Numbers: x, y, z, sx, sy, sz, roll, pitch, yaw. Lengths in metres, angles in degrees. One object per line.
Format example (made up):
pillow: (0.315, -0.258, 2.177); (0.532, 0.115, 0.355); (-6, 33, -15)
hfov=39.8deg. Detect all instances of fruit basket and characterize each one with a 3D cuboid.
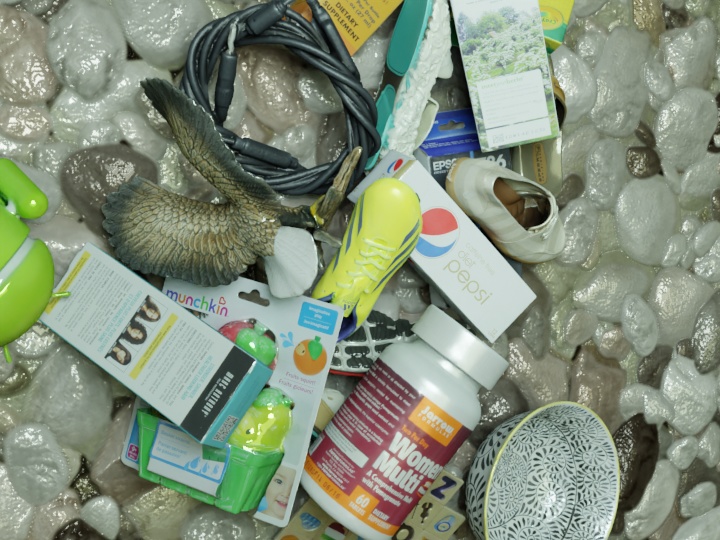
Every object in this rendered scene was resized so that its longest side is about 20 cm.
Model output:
fruit basket: (-0.123, 0.106, 0.892); (0.184, 0.094, 0.201); (16, 97, 21)

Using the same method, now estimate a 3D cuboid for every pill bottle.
pill bottle: (0.040, 0.137, 0.905); (0.109, 0.110, 0.200); (37, 90, -22)

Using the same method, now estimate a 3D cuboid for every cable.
cable: (-0.071, -0.144, 0.916); (0.162, 0.051, 0.201); (-25, 119, 8)

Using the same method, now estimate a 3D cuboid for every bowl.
bowl: (0.175, 0.232, 1.057); (0.200, 0.094, 0.202); (-2, 94, -37)

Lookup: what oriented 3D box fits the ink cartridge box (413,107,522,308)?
ink cartridge box: (0.112, -0.068, 1.039); (0.099, 0.039, 0.201); (-12, 100, -21)

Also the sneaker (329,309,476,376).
sneaker: (0.021, 0.093, 1.001); (0.199, 0.085, 0.077); (8, 49, -9)

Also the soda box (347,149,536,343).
soda box: (0.080, -0.022, 0.967); (0.068, 0.064, 0.200); (-46, 115, -2)

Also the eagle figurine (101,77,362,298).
eagle figurine: (-0.119, -0.061, 0.876); (0.199, 0.151, 0.153); (18, 73, -20)

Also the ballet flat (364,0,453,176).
ballet flat: (0.052, -0.181, 0.969); (0.071, 0.072, 0.201); (10, 116, -23)

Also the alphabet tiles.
alphabet tiles: (0.008, 0.266, 1.008); (0.166, 0.006, 0.200); (34, 101, -27)

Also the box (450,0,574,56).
box: (0.166, -0.310, 1.011); (0.117, 0.048, 0.201); (17, 87, -5)

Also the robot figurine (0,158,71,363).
robot figurine: (-0.337, -0.016, 0.810); (0.176, 0.116, 0.200); (-47, 111, -5)

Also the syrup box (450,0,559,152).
syrup box: (0.133, -0.224, 0.948); (0.078, 0.082, 0.201); (-11, 117, 10)

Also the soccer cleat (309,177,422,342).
soccer cleat: (0.001, 0.001, 0.889); (0.064, 0.201, 0.084); (28, 47, -1)

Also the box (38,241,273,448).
box: (-0.178, 0.062, 0.856); (0.199, 0.049, 0.083); (33, 84, 20)

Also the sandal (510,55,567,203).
sandal: (0.185, -0.167, 1.049); (0.080, 0.054, 0.201); (-13, 96, -22)

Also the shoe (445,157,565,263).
shoe: (0.160, -0.055, 0.999); (0.200, 0.053, 0.070); (26, 73, -46)

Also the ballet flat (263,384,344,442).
ballet flat: (-0.029, 0.155, 0.993); (0.063, 0.068, 0.200); (-51, 121, -20)

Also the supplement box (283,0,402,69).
supplement box: (0.013, -0.287, 0.959); (0.067, 0.069, 0.200); (44, 76, -23)
